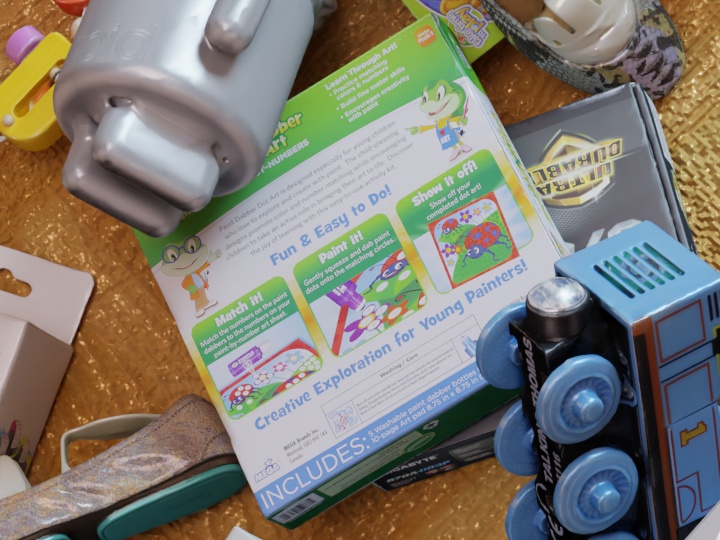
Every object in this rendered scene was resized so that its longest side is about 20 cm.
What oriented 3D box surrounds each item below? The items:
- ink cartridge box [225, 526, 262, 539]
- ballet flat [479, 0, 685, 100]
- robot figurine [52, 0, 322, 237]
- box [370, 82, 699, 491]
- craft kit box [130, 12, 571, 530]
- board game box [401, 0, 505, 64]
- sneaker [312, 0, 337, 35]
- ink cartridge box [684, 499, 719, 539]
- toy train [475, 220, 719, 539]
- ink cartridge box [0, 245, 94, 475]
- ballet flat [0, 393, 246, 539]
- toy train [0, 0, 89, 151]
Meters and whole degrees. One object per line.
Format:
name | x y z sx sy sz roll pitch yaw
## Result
ink cartridge box | -0.038 0.256 1.473 0.145 0.145 0.200 31 87 23
ballet flat | 0.088 -0.154 1.540 0.200 0.072 0.072 41 91 -8
robot figurine | -0.086 -0.118 1.533 0.170 0.113 0.200 -30 36 54
box | 0.077 0.009 1.557 0.200 0.046 0.159 -19 69 14
craft kit box | 0.000 0.000 1.539 0.200 0.049 0.198 -31 68 11
board game box | 0.043 -0.225 1.584 0.134 0.045 0.200 -38 99 5
sneaker | -0.036 -0.173 1.642 0.081 0.075 0.200 44 94 11
ink cartridge box | 0.182 0.225 1.406 0.146 0.147 0.200 41 91 25
toy train | 0.128 0.078 1.451 0.114 0.200 0.087 -24 36 -17
ink cartridge box | -0.237 0.073 1.634 0.115 0.068 0.200 16 81 21
ballet flat | -0.158 0.122 1.581 0.200 0.068 0.067 -23 65 -13
toy train | -0.206 -0.126 1.692 0.200 0.056 0.150 -23 68 8
